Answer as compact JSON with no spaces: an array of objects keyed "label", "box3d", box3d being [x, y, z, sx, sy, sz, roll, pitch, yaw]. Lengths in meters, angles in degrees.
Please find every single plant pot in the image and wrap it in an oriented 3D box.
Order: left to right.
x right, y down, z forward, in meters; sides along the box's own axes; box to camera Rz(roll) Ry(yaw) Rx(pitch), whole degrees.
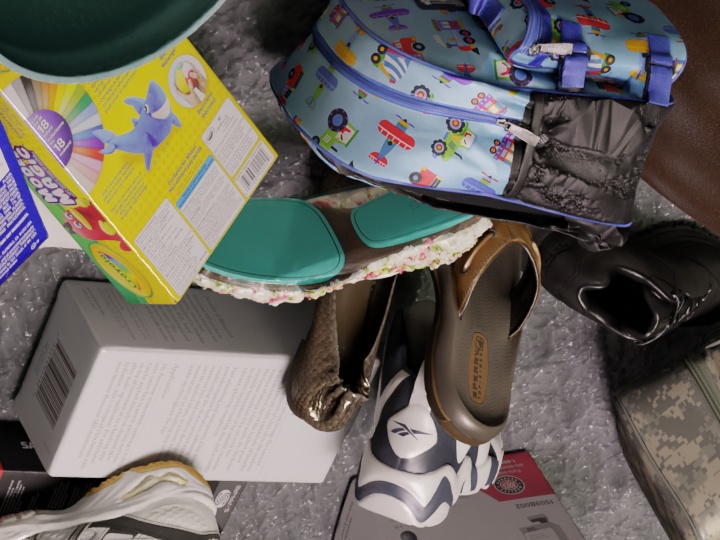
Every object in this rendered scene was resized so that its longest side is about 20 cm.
[{"label":"plant pot","box3d":[-0.151,-0.211,1.371,0.200,0.134,0.201,-29,139,-28]},{"label":"plant pot","box3d":[0.260,-0.083,1.703,0.187,0.200,0.187,-16,134,-17]}]

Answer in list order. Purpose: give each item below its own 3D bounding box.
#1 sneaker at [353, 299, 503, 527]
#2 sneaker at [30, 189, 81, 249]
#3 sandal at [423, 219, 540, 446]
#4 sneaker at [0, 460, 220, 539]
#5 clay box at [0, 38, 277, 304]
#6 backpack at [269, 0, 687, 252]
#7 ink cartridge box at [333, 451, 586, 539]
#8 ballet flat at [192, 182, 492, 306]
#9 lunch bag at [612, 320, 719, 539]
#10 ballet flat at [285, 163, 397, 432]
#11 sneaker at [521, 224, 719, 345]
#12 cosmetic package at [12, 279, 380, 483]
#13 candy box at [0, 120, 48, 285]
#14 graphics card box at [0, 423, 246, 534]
[{"label":"sneaker","box3d":[0.057,0.072,1.775,0.199,0.079,0.130,-27,136,-65]},{"label":"sneaker","box3d":[-0.150,-0.044,1.606,0.085,0.073,0.200,-17,154,32]},{"label":"sandal","box3d":[0.076,0.005,1.691,0.082,0.200,0.055,22,151,-36]},{"label":"sneaker","box3d":[-0.177,0.189,1.683,0.200,0.088,0.076,-25,147,7]},{"label":"clay box","box3d":[-0.139,-0.090,1.503,0.200,0.048,0.115,52,56,-30]},{"label":"backpack","box3d":[0.058,-0.112,1.582,0.200,0.183,0.135,8,116,-22]},{"label":"ink cartridge box","box3d":[0.088,0.225,1.880,0.146,0.200,0.083,-7,131,-27]},{"label":"ballet flat","box3d":[-0.017,-0.011,1.620,0.200,0.076,0.064,-9,149,-20]},{"label":"lunch bag","box3d":[0.272,0.114,1.904,0.168,0.140,0.200,-27,161,0]},{"label":"ballet flat","box3d":[0.000,0.000,1.681,0.067,0.046,0.200,12,92,-33]},{"label":"sneaker","box3d":[0.187,0.015,1.831,0.200,0.091,0.076,9,121,-38]},{"label":"cosmetic package","box3d":[-0.100,0.070,1.720,0.200,0.071,0.102,5,124,-34]},{"label":"candy box","box3d":[-0.261,-0.084,1.390,0.077,0.169,0.200,-50,149,-25]},{"label":"graphics card box","box3d":[-0.184,0.159,1.767,0.200,0.051,0.126,5,125,-33]}]
